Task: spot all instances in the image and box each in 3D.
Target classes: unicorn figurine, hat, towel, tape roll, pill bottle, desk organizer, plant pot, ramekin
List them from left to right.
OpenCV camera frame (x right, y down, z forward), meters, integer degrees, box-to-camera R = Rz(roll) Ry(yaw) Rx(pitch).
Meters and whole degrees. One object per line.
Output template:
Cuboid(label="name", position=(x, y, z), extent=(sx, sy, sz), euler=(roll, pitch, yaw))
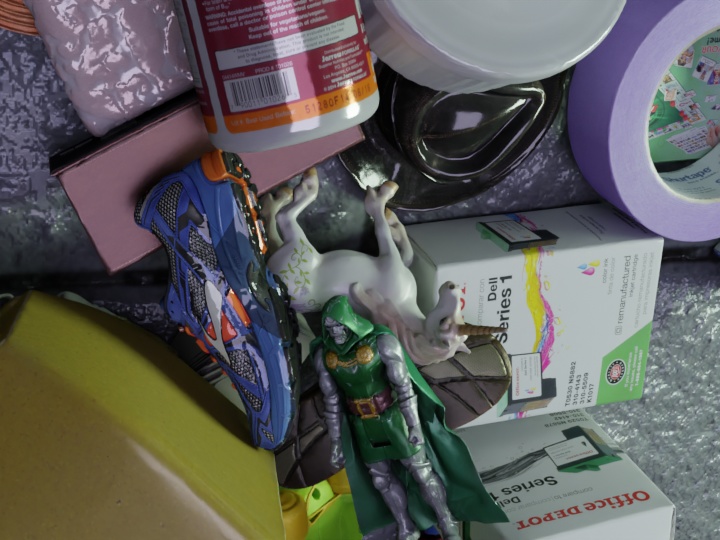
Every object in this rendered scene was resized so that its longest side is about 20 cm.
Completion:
Cuboid(label="plant pot", position=(-0.185, 0.130, 0.749), extent=(0.194, 0.196, 0.200), euler=(-40, 105, 4))
Cuboid(label="towel", position=(-0.126, -0.210, 0.755), extent=(0.189, 0.032, 0.202), euler=(-26, 120, -9))
Cuboid(label="desk organizer", position=(-0.103, -0.082, 0.812), extent=(0.198, 0.072, 0.078), euler=(-29, 108, -8))
Cuboid(label="pill bottle", position=(-0.060, -0.180, 0.706), extent=(0.108, 0.109, 0.203), euler=(-17, 107, -14))
Cuboid(label="unicorn figurine", position=(0.000, 0.000, 0.851), extent=(0.196, 0.139, 0.074), euler=(-2, 150, 3))
Cuboid(label="hat", position=(0.077, -0.122, 0.872), extent=(0.197, 0.081, 0.204), euler=(-9, 115, -19))
Cuboid(label="ramekin", position=(0.071, -0.210, 0.783), extent=(0.199, 0.094, 0.206), euler=(3, 80, -20))
Cuboid(label="tape roll", position=(0.259, -0.128, 0.921), extent=(0.197, 0.066, 0.203), euler=(-9, 117, -19))

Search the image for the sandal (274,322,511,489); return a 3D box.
Cuboid(label="sandal", position=(0.014, 0.096, 0.889), extent=(0.198, 0.055, 0.082), euler=(-30, 99, 6))

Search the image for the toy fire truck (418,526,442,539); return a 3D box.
Cuboid(label="toy fire truck", position=(0.119, 0.271, 1.068), extent=(0.197, 0.112, 0.171), euler=(-16, 94, -16))

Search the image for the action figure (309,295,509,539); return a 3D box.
Cuboid(label="action figure", position=(0.015, 0.105, 0.822), extent=(0.116, 0.055, 0.202), euler=(-14, 113, 22))

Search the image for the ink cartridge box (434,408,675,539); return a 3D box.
Cuboid(label="ink cartridge box", position=(0.137, 0.179, 0.964), extent=(0.144, 0.200, 0.086), euler=(-10, 118, -18))

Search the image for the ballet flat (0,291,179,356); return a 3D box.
Cuboid(label="ballet flat", position=(-0.225, 0.047, 0.839), extent=(0.197, 0.071, 0.072), euler=(-5, 115, -21))

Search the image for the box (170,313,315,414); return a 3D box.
Cuboid(label="box", position=(-0.120, 0.103, 0.894), extent=(0.068, 0.082, 0.202), euler=(29, 99, -28))

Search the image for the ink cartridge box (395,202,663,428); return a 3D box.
Cuboid(label="ink cartridge box", position=(0.128, 0.036, 0.963), extent=(0.197, 0.084, 0.147), euler=(-7, 116, -19))

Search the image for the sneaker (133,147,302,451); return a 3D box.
Cuboid(label="sneaker", position=(-0.087, 0.024, 0.780), extent=(0.077, 0.075, 0.203), euler=(-14, 104, 8))

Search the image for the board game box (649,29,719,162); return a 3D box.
Cuboid(label="board game box", position=(0.284, -0.158, 0.972), extent=(0.197, 0.029, 0.137), euler=(-6, 116, -20))

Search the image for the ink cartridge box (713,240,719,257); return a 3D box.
Cuboid(label="ink cartridge box", position=(0.392, -0.030, 1.012), extent=(0.076, 0.137, 0.201), euler=(35, 97, -26))

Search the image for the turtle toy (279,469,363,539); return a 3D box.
Cuboid(label="turtle toy", position=(-0.070, 0.217, 0.939), extent=(0.199, 0.100, 0.148), euler=(-30, 127, -44))

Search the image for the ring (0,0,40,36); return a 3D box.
Cuboid(label="ring", position=(-0.190, -0.245, 0.741), extent=(0.197, 0.019, 0.204), euler=(-9, 115, -18))
